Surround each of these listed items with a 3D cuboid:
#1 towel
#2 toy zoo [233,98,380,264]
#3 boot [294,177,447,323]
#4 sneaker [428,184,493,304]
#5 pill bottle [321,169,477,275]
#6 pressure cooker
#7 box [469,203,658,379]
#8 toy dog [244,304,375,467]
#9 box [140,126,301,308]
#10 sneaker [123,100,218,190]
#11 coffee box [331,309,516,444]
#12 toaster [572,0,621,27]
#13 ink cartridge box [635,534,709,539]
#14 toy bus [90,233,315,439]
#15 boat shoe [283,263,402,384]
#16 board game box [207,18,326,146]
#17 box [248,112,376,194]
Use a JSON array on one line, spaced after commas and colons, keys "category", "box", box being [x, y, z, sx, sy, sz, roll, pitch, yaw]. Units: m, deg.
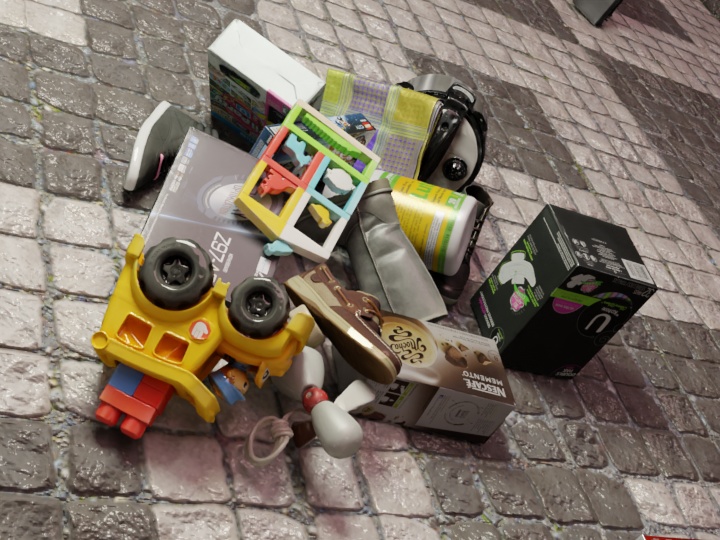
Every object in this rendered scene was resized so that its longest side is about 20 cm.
[{"category": "towel", "box": [0.015, -0.205, 1.481, 0.200, 0.144, 0.023, 23, 7, 25]}, {"category": "toy zoo", "box": [-0.067, -0.098, 1.238, 0.131, 0.020, 0.200, 35, 58, -13]}, {"category": "boot", "box": [-0.002, 0.000, 1.312, 0.200, 0.182, 0.073, 70, 17, 4]}, {"category": "sneaker", "box": [0.137, -0.044, 1.467, 0.075, 0.106, 0.200, 26, 35, -13]}, {"category": "pill bottle", "box": [0.049, -0.073, 1.392, 0.200, 0.111, 0.111, 17, 32, 11]}, {"category": "pressure cooker", "box": [0.108, -0.200, 1.550, 0.178, 0.176, 0.200, -8, 22, 12]}, {"category": "box", "box": [0.274, 0.034, 1.404, 0.148, 0.200, 0.124, 15, 40, -28]}, {"category": "toy dog", "box": [-0.053, 0.136, 1.100, 0.096, 0.132, 0.200, 57, 17, -46]}, {"category": "box", "box": [-0.168, -0.054, 1.213, 0.160, 0.044, 0.200, 26, 57, -13]}, {"category": "sneaker", "box": [-0.236, -0.149, 1.308, 0.099, 0.071, 0.200, 23, 31, -8]}, {"category": "coffee box", "box": [0.075, 0.126, 1.228, 0.200, 0.080, 0.113, 17, 37, -24]}, {"category": "toaster", "box": [0.676, -0.773, 2.752, 0.119, 0.200, 0.181, 41, 34, 1]}, {"category": "ink cartridge box", "box": [0.401, 0.403, 1.163, 0.200, 0.084, 0.176, 12, 40, -31]}, {"category": "toy bus", "box": [-0.168, 0.085, 1.011, 0.200, 0.136, 0.192, 23, 71, 0]}, {"category": "boat shoe", "box": [-0.008, 0.051, 1.146, 0.072, 0.072, 0.200, -35, 41, -16]}, {"category": "board game box", "box": [-0.132, -0.234, 1.397, 0.147, 0.200, 0.064, 37, 74, 4]}, {"category": "box", "box": [-0.080, -0.142, 1.375, 0.038, 0.137, 0.200, 49, 36, 18]}]
